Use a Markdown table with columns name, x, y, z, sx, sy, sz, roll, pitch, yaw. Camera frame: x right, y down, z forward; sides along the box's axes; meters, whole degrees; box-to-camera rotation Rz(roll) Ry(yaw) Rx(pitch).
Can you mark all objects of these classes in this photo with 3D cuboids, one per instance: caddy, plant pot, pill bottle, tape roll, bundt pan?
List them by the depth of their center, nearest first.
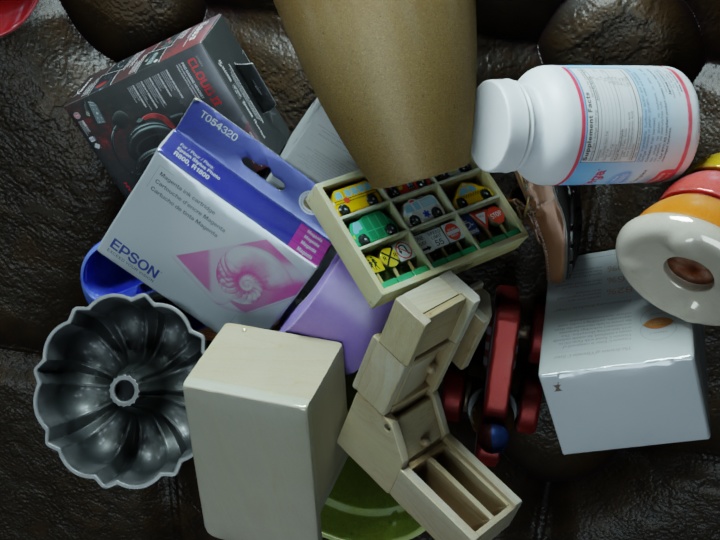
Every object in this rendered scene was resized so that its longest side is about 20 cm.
| name | x | y | z | sx | sy | sz | roll | pitch | yaw |
| --- | --- | --- | --- | --- | --- | --- | --- | --- | --- |
| plant pot | 0.031 | -0.182 | 1.076 | 0.184 | 0.186 | 0.202 | -12 | 98 | 21 |
| pill bottle | 0.204 | -0.134 | 1.112 | 0.198 | 0.109 | 0.110 | -3 | 130 | -21 |
| tape roll | 0.000 | 0.000 | 1.246 | 0.085 | 0.201 | 0.200 | 32 | 126 | -11 |
| bundt pan | -0.238 | 0.126 | 1.274 | 0.199 | 0.076 | 0.205 | 0 | 86 | 7 |
| caddy | -0.212 | 0.002 | 1.330 | 0.198 | 0.105 | 0.142 | -20 | 118 | 25 |
| plant pot | 0.010 | 0.177 | 1.379 | 0.198 | 0.185 | 0.202 | 7 | 127 | 9 |

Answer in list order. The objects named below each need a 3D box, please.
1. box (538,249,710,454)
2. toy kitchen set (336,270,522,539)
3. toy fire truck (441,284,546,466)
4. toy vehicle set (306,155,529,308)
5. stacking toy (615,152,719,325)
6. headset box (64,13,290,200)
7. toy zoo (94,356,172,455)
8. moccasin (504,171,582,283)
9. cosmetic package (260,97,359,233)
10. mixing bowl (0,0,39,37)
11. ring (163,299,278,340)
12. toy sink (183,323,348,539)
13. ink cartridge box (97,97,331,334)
| name | x | y | z | sx | sy | sz | roll | pitch | yaw |
| --- | --- | --- | --- | --- | --- | --- | --- | --- | --- |
| box | 0.272 | 0.075 | 1.236 | 0.151 | 0.201 | 0.107 | -9 | 123 | 20 |
| toy kitchen set | 0.113 | 0.122 | 1.157 | 0.180 | 0.162 | 0.201 | 42 | 133 | 23 |
| toy fire truck | 0.145 | 0.118 | 1.299 | 0.111 | 0.168 | 0.202 | 9 | 104 | 7 |
| toy vehicle set | 0.058 | -0.051 | 1.159 | 0.125 | 0.199 | 0.027 | 57 | 142 | 14 |
| stacking toy | 0.339 | -0.063 | 1.134 | 0.145 | 0.201 | 0.147 | 25 | 153 | 14 |
| headset box | -0.180 | -0.160 | 1.250 | 0.198 | 0.075 | 0.149 | -18 | 118 | 24 |
| toy zoo | -0.218 | 0.142 | 1.409 | 0.020 | 0.200 | 0.132 | -39 | 84 | 17 |
| moccasin | 0.179 | -0.078 | 1.229 | 0.077 | 0.074 | 0.203 | -5 | 125 | 23 |
| cosmetic package | -0.043 | -0.107 | 1.236 | 0.081 | 0.113 | 0.200 | 33 | 124 | -10 |
| mixing bowl | -0.376 | -0.333 | 1.151 | 0.198 | 0.109 | 0.202 | 6 | 125 | 8 |
| ring | -0.172 | -0.001 | 1.398 | 0.198 | 0.019 | 0.202 | 6 | 125 | 9 |
| toy sink | -0.086 | 0.169 | 1.211 | 0.129 | 0.112 | 0.202 | 8 | 125 | 18 |
| ink cartridge box | -0.138 | -0.038 | 1.210 | 0.195 | 0.043 | 0.200 | 35 | 124 | -6 |
